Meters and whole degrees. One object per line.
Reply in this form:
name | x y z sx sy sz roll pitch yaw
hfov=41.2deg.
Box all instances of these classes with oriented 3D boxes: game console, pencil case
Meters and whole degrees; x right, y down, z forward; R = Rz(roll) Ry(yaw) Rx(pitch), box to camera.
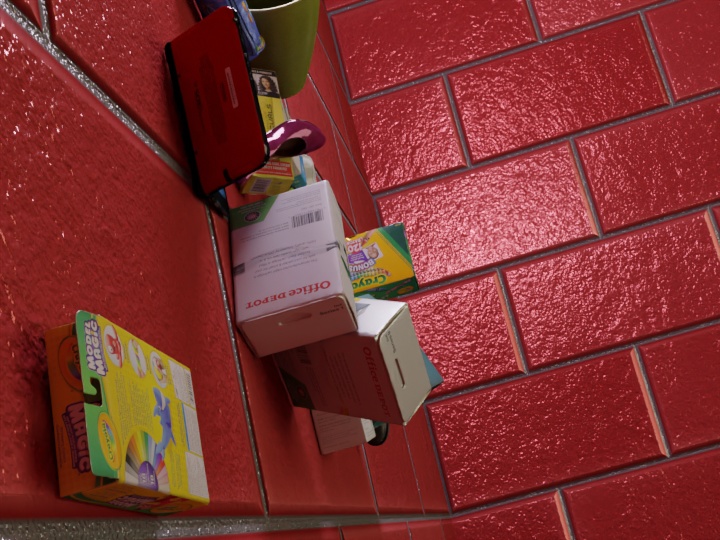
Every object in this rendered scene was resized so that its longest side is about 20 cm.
game console | -0.164 -0.192 1.192 0.118 0.170 0.204 1 71 -55
pencil case | -0.207 -0.399 1.428 0.087 0.078 0.202 42 -18 41

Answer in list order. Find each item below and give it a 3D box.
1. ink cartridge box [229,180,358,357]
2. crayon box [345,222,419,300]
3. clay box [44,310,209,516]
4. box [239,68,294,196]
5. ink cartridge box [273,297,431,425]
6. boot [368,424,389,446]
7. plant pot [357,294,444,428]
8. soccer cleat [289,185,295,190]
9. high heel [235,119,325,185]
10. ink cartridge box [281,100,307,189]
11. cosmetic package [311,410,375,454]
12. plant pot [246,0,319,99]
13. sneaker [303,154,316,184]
ink cartridge box | -0.089 -0.003 1.249 0.085 0.143 0.203 67 11 -49
crayon box | 0.000 0.000 1.761 0.059 0.196 0.121 65 11 -59
clay box | -0.171 0.110 0.700 0.200 0.047 0.117 55 20 -68
box | -0.153 -0.210 1.438 0.050 0.074 0.204 -49 -136 51
ink cartridge box | -0.017 0.118 1.303 0.087 0.197 0.148 -44 126 -40
boot | -0.012 0.237 1.766 0.174 0.068 0.204 3 68 -78
plant pot | 0.013 0.154 1.643 0.140 0.141 0.202 -14 69 -56
soccer cleat | -0.113 -0.084 1.628 0.200 0.066 0.083 94 12 -82
high heel | -0.116 -0.157 1.342 0.197 0.067 0.097 -7 63 -40
ink cartridge box | -0.151 -0.228 1.567 0.201 0.066 0.118 63 13 -60
cosmetic package | -0.041 0.180 1.526 0.113 0.080 0.204 38 36 -80
plant pot | -0.148 -0.398 1.613 0.202 0.183 0.189 84 -2 -45
sneaker | -0.097 -0.137 1.738 0.088 0.073 0.201 64 2 30
